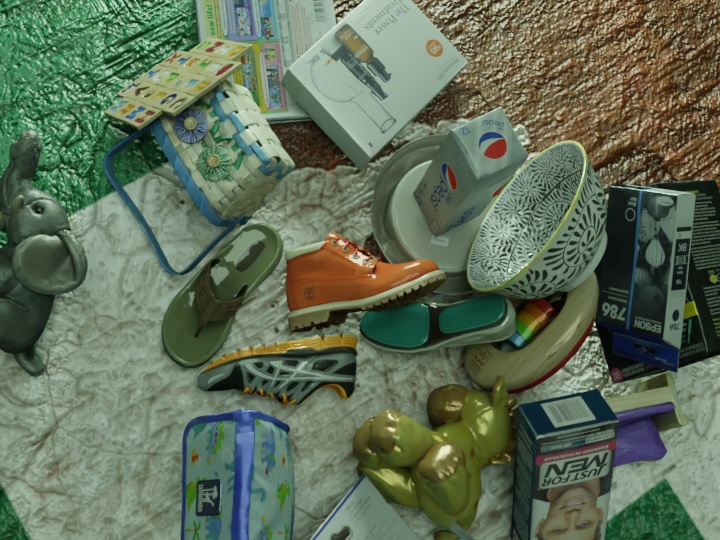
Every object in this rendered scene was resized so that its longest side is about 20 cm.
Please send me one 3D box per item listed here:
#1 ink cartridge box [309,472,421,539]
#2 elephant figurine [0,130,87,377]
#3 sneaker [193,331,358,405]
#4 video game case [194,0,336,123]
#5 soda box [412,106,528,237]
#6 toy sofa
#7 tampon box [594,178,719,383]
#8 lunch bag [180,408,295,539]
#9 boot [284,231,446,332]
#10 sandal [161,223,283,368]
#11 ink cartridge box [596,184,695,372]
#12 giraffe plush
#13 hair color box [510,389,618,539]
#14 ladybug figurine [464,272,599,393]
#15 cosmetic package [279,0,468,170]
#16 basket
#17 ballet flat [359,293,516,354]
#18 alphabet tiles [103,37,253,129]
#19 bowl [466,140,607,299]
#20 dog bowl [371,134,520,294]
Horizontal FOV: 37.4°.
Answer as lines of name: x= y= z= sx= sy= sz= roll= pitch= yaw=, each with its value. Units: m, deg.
ink cartridge box: x=0.015 y=0.356 z=1.145 sx=0.200 sy=0.047 sz=0.197 roll=46 pitch=39 yaw=2
elephant figurine: x=-0.368 y=-0.019 z=1.187 sx=0.141 sy=0.156 sz=0.200 roll=38 pitch=81 yaw=25
sneaker: x=-0.094 y=0.121 z=1.232 sx=0.196 sy=0.078 sz=0.079 roll=-8 pitch=86 yaw=-10
video game case: x=-0.116 y=-0.286 z=1.361 sx=0.178 sy=0.022 sz=0.204 roll=-6 pitch=77 yaw=-11
soda box: x=0.120 y=-0.106 z=1.198 sx=0.067 sy=0.200 sz=0.064 roll=-25 pitch=80 yaw=-16
toy sofa: x=0.284 y=0.192 z=1.269 sx=0.196 sy=0.083 sz=0.100 roll=-10 pitch=76 yaw=-11
tampon box: x=0.364 y=0.012 z=1.276 sx=0.125 sy=0.149 sz=0.204 roll=-6 pitch=75 yaw=-37
lunch bag: x=-0.127 y=0.244 z=1.128 sx=0.125 sy=0.200 sz=0.174 roll=1 pitch=76 yaw=-9
boot: x=0.000 y=0.000 z=1.244 sx=0.196 sy=0.075 sz=0.109 roll=-13 pitch=79 yaw=15
sandal: x=-0.165 y=0.021 z=1.254 sx=0.079 sy=0.057 sz=0.202 roll=34 pitch=73 yaw=1
ink cartridge box: x=0.319 y=0.009 z=1.201 sx=0.039 sy=0.099 sz=0.204 roll=-6 pitch=102 yaw=-37
giraffe plush: x=0.108 y=0.196 z=1.210 sx=0.199 sy=0.173 sz=0.163 roll=40 pitch=63 yaw=-2
hair color box: x=0.227 y=0.239 z=1.196 sx=0.098 sy=0.203 sz=0.061 roll=-9 pitch=32 yaw=-11
ladybug figurine: x=0.209 y=0.075 z=1.274 sx=0.200 sy=0.136 sz=0.072 roll=-43 pitch=127 yaw=0
cosmetic package: x=0.019 y=-0.249 z=1.343 sx=0.151 sy=0.052 sz=0.200 roll=46 pitch=68 yaw=-4
basket: x=-0.194 y=-0.120 z=1.254 sx=0.199 sy=0.139 sz=0.178 roll=-39 pitch=81 yaw=18
ballet flat: x=0.094 y=0.071 z=1.263 sx=0.197 sy=0.069 sz=0.071 roll=-9 pitch=73 yaw=27
alphabet tiles: x=-0.216 y=-0.223 z=1.250 sx=0.166 sy=0.199 sz=0.006 roll=-39 pitch=120 yaw=-16
bowl: x=0.219 y=-0.038 z=1.213 sx=0.093 sy=0.200 sz=0.203 roll=33 pitch=72 yaw=-16
dog bowl: x=0.103 y=-0.063 z=1.319 sx=0.196 sy=0.059 sz=0.204 roll=2 pitch=75 yaw=-8
